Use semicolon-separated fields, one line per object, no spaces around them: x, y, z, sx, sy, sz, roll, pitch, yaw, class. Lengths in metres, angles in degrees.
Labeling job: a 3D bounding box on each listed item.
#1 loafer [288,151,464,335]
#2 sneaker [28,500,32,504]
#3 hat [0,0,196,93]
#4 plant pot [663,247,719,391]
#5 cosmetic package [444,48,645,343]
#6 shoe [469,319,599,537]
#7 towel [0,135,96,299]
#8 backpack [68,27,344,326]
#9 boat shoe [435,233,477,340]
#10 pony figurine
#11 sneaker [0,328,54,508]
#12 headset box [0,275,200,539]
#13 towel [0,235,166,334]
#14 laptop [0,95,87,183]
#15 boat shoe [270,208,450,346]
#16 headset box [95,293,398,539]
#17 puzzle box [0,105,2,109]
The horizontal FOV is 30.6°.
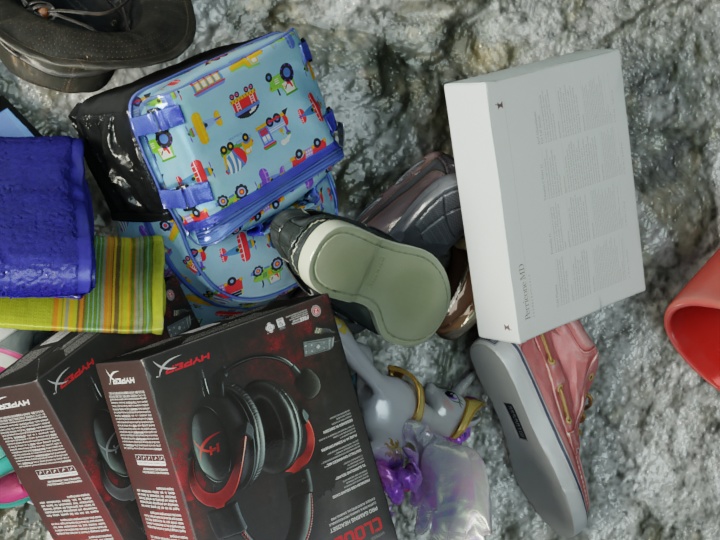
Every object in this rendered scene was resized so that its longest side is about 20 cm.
0.011;-0.015;1.057;0.200;0.063;0.072;-41;134;12;loafer
-0.182;0.108;1.008;0.076;0.077;0.200;44;79;-11;sneaker
-0.217;-0.184;0.967;0.200;0.201;0.081;11;132;-16;hat
0.385;0.018;1.111;0.200;0.200;0.178;39;74;-14;plant pot
0.147;-0.061;1.029;0.150;0.052;0.201;-19;106;-38;cosmetic package
0.168;0.121;1.107;0.091;0.071;0.201;-32;109;-24;shoe
-0.274;-0.032;0.853;0.199;0.148;0.050;0;131;-16;towel
-0.095;-0.059;0.981;0.182;0.134;0.201;-29;108;-36;backpack
0.097;-0.039;1.085;0.072;0.076;0.201;28;76;-11;boat shoe
0.020;0.139;1.030;0.200;0.166;0.194;29;58;-32;pony figurine
-0.257;0.105;0.942;0.121;0.084;0.200;53;40;-4;sneaker
-0.154;0.129;0.921;0.149;0.077;0.201;-41;111;-48;headset box
-0.229;0.004;0.871;0.199;0.086;0.018;3;134;-14;towel
-0.324;-0.100;0.905;0.177;0.103;0.201;-36;114;-21;laptop
-0.001;0.002;0.978;0.199;0.066;0.075;21;97;-55;boat shoe
-0.070;0.132;0.874;0.148;0.075;0.201;-18;95;-34;headset box
-0.318;-0.073;0.989;0.133;0.025;0.201;-27;99;-13;puzzle box
